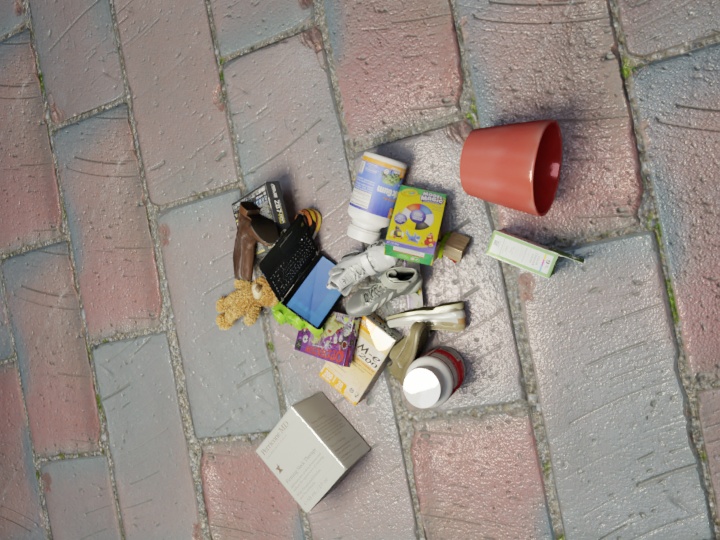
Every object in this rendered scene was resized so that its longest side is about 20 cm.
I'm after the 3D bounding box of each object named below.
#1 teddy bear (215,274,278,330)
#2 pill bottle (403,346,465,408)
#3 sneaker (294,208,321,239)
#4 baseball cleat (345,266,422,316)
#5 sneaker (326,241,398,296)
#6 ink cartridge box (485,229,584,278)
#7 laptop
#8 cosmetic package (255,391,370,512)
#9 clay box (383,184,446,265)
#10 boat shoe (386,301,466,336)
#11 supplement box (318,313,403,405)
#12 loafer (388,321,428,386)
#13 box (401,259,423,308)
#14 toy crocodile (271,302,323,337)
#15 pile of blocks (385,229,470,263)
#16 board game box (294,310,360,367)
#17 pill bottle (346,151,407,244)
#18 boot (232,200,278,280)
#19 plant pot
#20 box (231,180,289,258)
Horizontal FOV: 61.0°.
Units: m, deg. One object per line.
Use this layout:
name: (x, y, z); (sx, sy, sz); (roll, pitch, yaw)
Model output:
teddy bear: (-0.311, 0.081, 1.626); (0.196, 0.067, 0.148); (-11, 52, 29)
pill bottle: (0.165, 0.243, 1.382); (0.110, 0.199, 0.115); (1, 94, 22)
sneaker: (-0.158, -0.059, 1.557); (0.069, 0.090, 0.205); (15, 98, 20)
baseball cleat: (0.045, 0.040, 1.408); (0.197, 0.107, 0.071); (-26, 62, 7)
sneaker: (0.000, 0.000, 1.433); (0.198, 0.115, 0.076); (-10, 120, 51)
ink cartridge box: (0.379, -0.028, 1.331); (0.197, 0.103, 0.061); (22, 101, 19)
laptop: (-0.124, 0.004, 1.470); (0.102, 0.178, 0.202); (12, 143, 34)
cosmetic package: (-0.116, 0.448, 1.529); (0.200, 0.166, 0.168); (44, 107, 15)
clay box: (0.128, -0.116, 1.390); (0.112, 0.048, 0.203); (12, 58, 6)
boat shoe: (0.153, 0.123, 1.448); (0.196, 0.074, 0.070); (-11, 92, 27)
supplement box: (0.001, 0.212, 1.516); (0.125, 0.073, 0.203); (35, 105, 17)
loafer: (0.106, 0.192, 1.436); (0.067, 0.076, 0.203); (29, 132, 17)
box: (0.121, -0.012, 1.466); (0.038, 0.041, 0.205); (-6, 90, -5)
toy crocodile: (-0.162, 0.118, 1.551); (0.198, 0.067, 0.062); (11, 138, 49)
pile of blocks: (0.155, -0.055, 1.430); (0.195, 0.083, 0.063); (7, 132, 0)
board game box: (-0.085, 0.159, 1.519); (0.198, 0.032, 0.123); (8, 88, 47)
pill bottle: (0.033, -0.171, 1.461); (0.110, 0.112, 0.205); (20, 101, 20)
boot: (-0.269, -0.042, 1.523); (0.187, 0.063, 0.203); (52, 134, 45)
plant pot: (0.318, -0.225, 1.307); (0.174, 0.199, 0.206); (12, 98, 31)
box: (-0.255, -0.122, 1.571); (0.198, 0.048, 0.165); (-18, 83, 51)
